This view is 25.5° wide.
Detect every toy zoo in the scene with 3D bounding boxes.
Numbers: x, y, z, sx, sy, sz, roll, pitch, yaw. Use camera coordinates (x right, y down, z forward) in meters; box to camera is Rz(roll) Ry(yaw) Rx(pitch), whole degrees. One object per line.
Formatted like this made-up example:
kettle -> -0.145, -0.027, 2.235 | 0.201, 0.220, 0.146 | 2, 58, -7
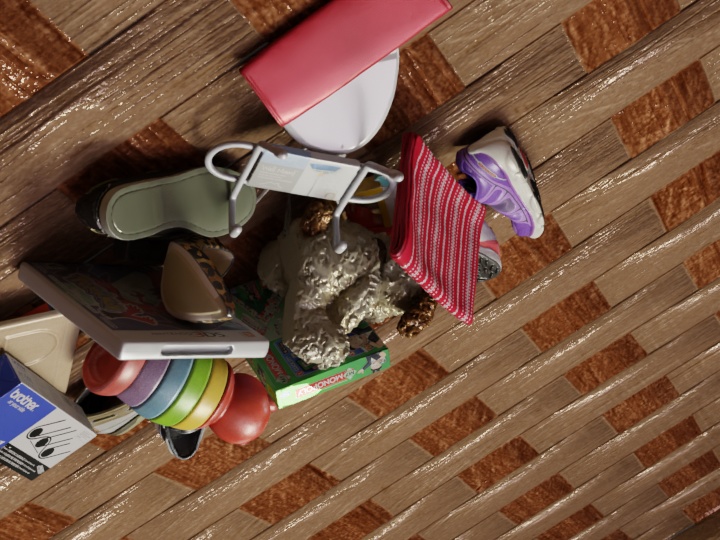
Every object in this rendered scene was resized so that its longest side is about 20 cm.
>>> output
toy zoo -> 0.037, -0.053, 1.790 | 0.130, 0.021, 0.200 | -8, 145, 8

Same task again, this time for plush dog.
plush dog -> 0.000, 0.000, 1.719 | 0.171, 0.200, 0.161 | 8, 121, -25

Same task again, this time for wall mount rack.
wall mount rack -> -0.047, -0.085, 1.545 | 0.199, 0.075, 0.174 | 8, 148, -19

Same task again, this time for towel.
towel -> 0.085, -0.042, 1.681 | 0.022, 0.145, 0.200 | -4, 156, 27

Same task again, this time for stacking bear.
stacking bear -> -0.187, 0.124, 1.741 | 0.199, 0.114, 0.122 | 29, 106, -26

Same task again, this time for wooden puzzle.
wooden puzzle -> -0.397, 0.102, 1.692 | 0.199, 0.046, 0.186 | -17, 150, -30

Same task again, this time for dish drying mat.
dish drying mat -> -0.014, -0.220, 1.501 | 0.200, 0.018, 0.077 | -35, 114, 5

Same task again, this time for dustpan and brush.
dustpan and brush -> -0.025, -0.142, 1.590 | 0.139, 0.057, 0.201 | -10, 122, -6

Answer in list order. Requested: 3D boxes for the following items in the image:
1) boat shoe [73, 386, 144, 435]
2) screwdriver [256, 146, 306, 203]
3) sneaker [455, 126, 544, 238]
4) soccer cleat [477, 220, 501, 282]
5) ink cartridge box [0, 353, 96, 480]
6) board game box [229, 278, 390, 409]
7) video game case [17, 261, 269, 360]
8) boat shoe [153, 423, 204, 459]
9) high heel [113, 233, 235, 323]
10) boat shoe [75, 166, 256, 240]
boat shoe -> -0.252, 0.122, 1.818 | 0.200, 0.075, 0.068 | -46, 148, 23
screwdriver -> -0.054, -0.125, 1.644 | 0.029, 0.028, 0.200 | 26, 121, -24
sneaker -> 0.161, -0.100, 1.858 | 0.083, 0.081, 0.200 | -18, 147, 14
soccer cleat -> 0.098, -0.059, 1.868 | 0.068, 0.074, 0.200 | -23, 139, 30
ink cartridge box -> -0.370, 0.162, 1.722 | 0.094, 0.044, 0.200 | -35, 154, -1
board game box -> -0.069, 0.066, 1.767 | 0.134, 0.200, 0.029 | -20, 128, -15
video game case -> -0.219, 0.039, 1.600 | 0.182, 0.200, 0.023 | 2, 111, -44
boat shoe -> -0.215, 0.164, 1.925 | 0.071, 0.068, 0.200 | -16, 149, -23
high heel -> -0.145, 0.006, 1.622 | 0.142, 0.200, 0.072 | 4, 109, -42
boat shoe -> -0.191, -0.069, 1.585 | 0.201, 0.060, 0.072 | -7, 102, -47
